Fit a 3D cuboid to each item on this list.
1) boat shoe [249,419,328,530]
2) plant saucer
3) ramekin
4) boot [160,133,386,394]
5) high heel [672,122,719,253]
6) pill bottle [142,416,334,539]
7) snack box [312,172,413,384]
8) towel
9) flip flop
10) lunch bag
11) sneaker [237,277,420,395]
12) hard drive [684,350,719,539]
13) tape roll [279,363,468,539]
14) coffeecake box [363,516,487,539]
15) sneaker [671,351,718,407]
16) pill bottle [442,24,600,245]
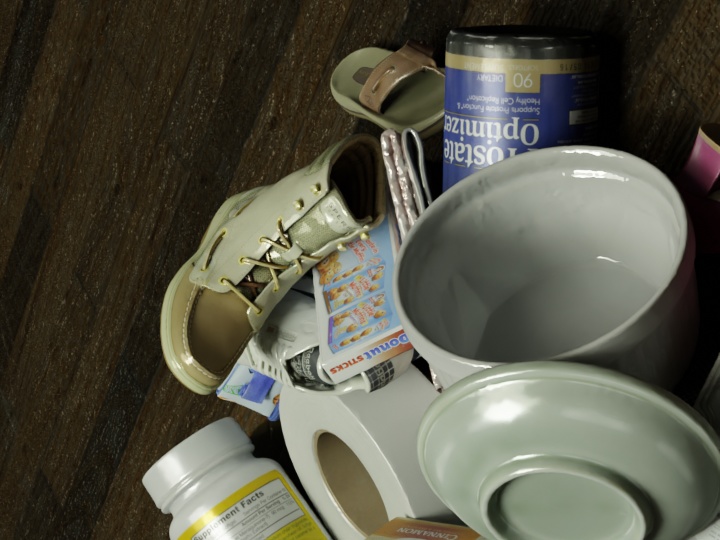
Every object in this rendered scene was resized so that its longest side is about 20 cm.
[{"bbox_3d":[-0.039,0.224,1.829,0.201,0.072,0.066,63,172,7],"label":"boat shoe"},{"bbox_3d":[0.130,0.137,1.313,0.200,0.200,0.050,-50,18,47],"label":"plant saucer"},{"bbox_3d":[0.129,0.023,1.375,0.200,0.200,0.105,38,159,46],"label":"ramekin"},{"bbox_3d":[-0.061,-0.009,1.540,0.155,0.072,0.200,-26,30,39],"label":"boot"},{"bbox_3d":[0.261,-0.006,1.342,0.200,0.067,0.096,47,133,41],"label":"high heel"},{"bbox_3d":[-0.087,0.229,1.742,0.200,0.114,0.114,53,139,12],"label":"pill bottle"},{"bbox_3d":[0.000,0.000,1.561,0.024,0.072,0.200,56,-164,-34],"label":"snack box"},{"bbox_3d":[0.056,-0.001,1.587,0.191,0.032,0.200,48,-150,-81],"label":"towel"},{"bbox_3d":[0.032,-0.152,1.634,0.200,0.081,0.058,26,154,56],"label":"flip flop"},{"bbox_3d":[-0.051,0.029,1.736,0.200,0.075,0.160,121,169,-45],"label":"lunch bag"},{"bbox_3d":[-0.049,0.055,1.597,0.200,0.081,0.077,0,125,37],"label":"sneaker"},{"bbox_3d":[0.270,0.126,1.329,0.140,0.038,0.200,32,125,16],"label":"hard drive"},{"bbox_3d":[0.019,0.158,1.663,0.202,0.071,0.203,45,151,33],"label":"tape roll"},{"bbox_3d":[0.083,0.293,1.530,0.153,0.073,0.200,4,112,38],"label":"coffeecake box"},{"bbox_3d":[0.181,0.072,1.435,0.091,0.078,0.200,47,153,-24],"label":"sneaker"},{"bbox_3d":[0.115,-0.074,1.504,0.112,0.112,0.200,15,108,54],"label":"pill bottle"}]
